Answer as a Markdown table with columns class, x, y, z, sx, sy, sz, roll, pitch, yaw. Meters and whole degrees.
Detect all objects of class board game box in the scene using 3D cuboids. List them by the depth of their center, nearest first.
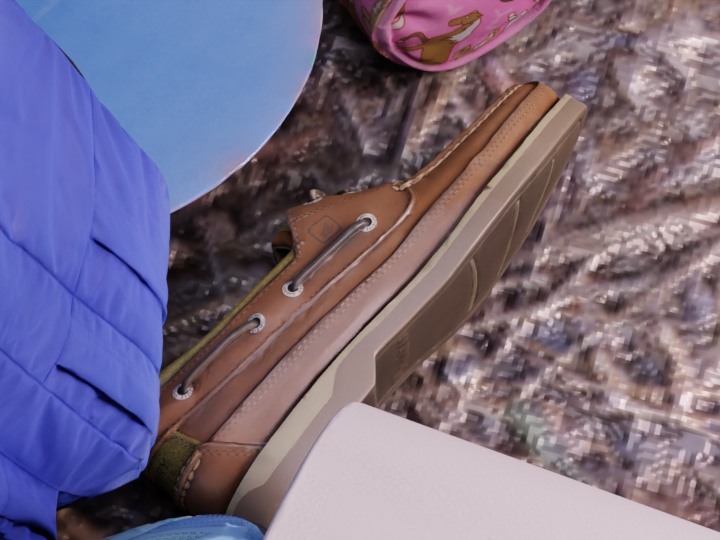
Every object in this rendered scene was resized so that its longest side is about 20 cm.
| class | x | y | z | sx | sy | sz | roll | pitch | yaw |
| --- | --- | --- | --- | --- | --- | --- | --- | --- | --- |
| board game box | -0.114 | -0.075 | 0.939 | 0.200 | 0.039 | 0.158 | 33 | 62 | 24 |

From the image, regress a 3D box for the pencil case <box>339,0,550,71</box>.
| class | x | y | z | sx | sy | sz | roll | pitch | yaw |
| --- | --- | --- | --- | --- | --- | --- | --- | --- | --- |
| pencil case | 0.000 | -0.165 | 0.978 | 0.086 | 0.083 | 0.201 | -42 | 61 | 22 |

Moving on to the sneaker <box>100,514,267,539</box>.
| class | x | y | z | sx | sy | sz | roll | pitch | yaw |
| --- | --- | --- | --- | --- | --- | --- | --- | --- | --- |
| sneaker | -0.104 | 0.132 | 0.768 | 0.199 | 0.090 | 0.079 | -29 | 79 | -18 |

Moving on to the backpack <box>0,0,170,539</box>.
| class | x | y | z | sx | sy | sz | roll | pitch | yaw |
| --- | --- | --- | --- | --- | --- | --- | --- | --- | --- |
| backpack | -0.147 | 0.015 | 0.762 | 0.161 | 0.200 | 0.169 | 0 | 77 | 15 |

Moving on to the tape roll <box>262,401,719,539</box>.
| class | x | y | z | sx | sy | sz | roll | pitch | yaw |
| --- | --- | --- | --- | --- | --- | --- | --- | --- | --- |
| tape roll | 0.027 | 0.151 | 0.707 | 0.138 | 0.203 | 0.203 | 20 | 58 | 8 |

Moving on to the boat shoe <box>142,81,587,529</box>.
| class | x | y | z | sx | sy | sz | roll | pitch | yaw |
| --- | --- | --- | --- | --- | --- | --- | --- | --- | --- |
| boat shoe | 0.000 | 0.000 | 0.877 | 0.068 | 0.072 | 0.200 | 33 | 61 | 15 |
